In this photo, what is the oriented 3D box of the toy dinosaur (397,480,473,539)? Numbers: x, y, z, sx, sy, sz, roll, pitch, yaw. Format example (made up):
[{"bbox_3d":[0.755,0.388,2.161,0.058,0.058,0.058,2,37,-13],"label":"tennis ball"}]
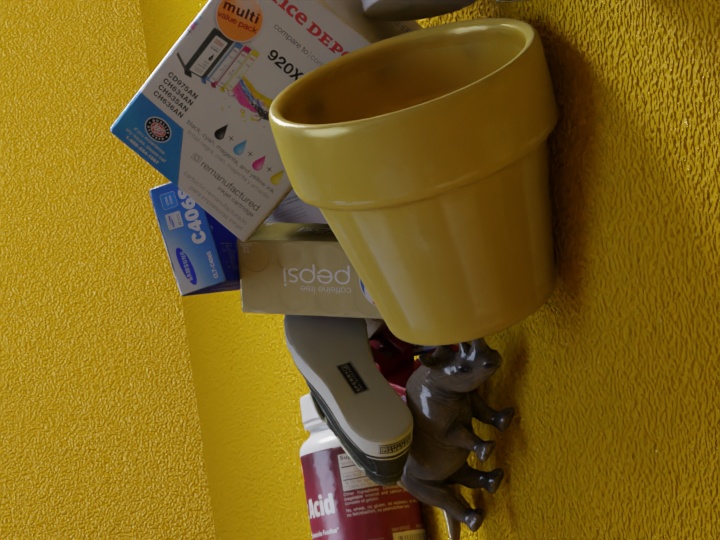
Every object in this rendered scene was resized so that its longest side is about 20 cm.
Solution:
[{"bbox_3d":[0.069,0.189,1.549,0.101,0.058,0.200,45,-172,-10],"label":"toy dinosaur"}]

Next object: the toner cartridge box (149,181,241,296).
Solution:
[{"bbox_3d":[-0.126,-0.030,1.546,0.200,0.043,0.095,-2,-107,-80],"label":"toner cartridge box"}]

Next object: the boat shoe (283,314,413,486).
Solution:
[{"bbox_3d":[-0.014,0.099,1.480,0.200,0.071,0.064,-119,22,-46],"label":"boat shoe"}]

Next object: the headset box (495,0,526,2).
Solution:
[{"bbox_3d":[0.105,-0.285,1.113,0.200,0.093,0.174,-115,22,-53],"label":"headset box"}]

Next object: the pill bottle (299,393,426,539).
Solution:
[{"bbox_3d":[0.001,0.219,1.773,0.114,0.114,0.200,131,131,-73],"label":"pill bottle"}]

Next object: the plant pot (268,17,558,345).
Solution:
[{"bbox_3d":[0.056,-0.058,1.267,0.201,0.201,0.189,-131,20,-68],"label":"plant pot"}]

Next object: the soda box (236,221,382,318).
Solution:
[{"bbox_3d":[0.000,0.000,1.477,0.064,0.200,0.068,-39,-51,-66],"label":"soda box"}]

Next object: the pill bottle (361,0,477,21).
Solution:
[{"bbox_3d":[0.034,-0.301,1.359,0.116,0.116,0.200,144,119,-75],"label":"pill bottle"}]

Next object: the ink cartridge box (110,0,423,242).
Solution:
[{"bbox_3d":[-0.072,-0.158,1.432,0.200,0.147,0.145,-48,4,22],"label":"ink cartridge box"}]

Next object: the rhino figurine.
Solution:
[{"bbox_3d":[0.075,0.120,1.438,0.060,0.087,0.200,-47,-29,-45],"label":"rhino figurine"}]

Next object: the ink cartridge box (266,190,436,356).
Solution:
[{"bbox_3d":[-0.014,-0.010,1.618,0.196,0.043,0.200,-16,103,52],"label":"ink cartridge box"}]

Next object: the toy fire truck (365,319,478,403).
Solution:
[{"bbox_3d":[0.015,0.050,1.553,0.200,0.049,0.141,16,124,41],"label":"toy fire truck"}]
